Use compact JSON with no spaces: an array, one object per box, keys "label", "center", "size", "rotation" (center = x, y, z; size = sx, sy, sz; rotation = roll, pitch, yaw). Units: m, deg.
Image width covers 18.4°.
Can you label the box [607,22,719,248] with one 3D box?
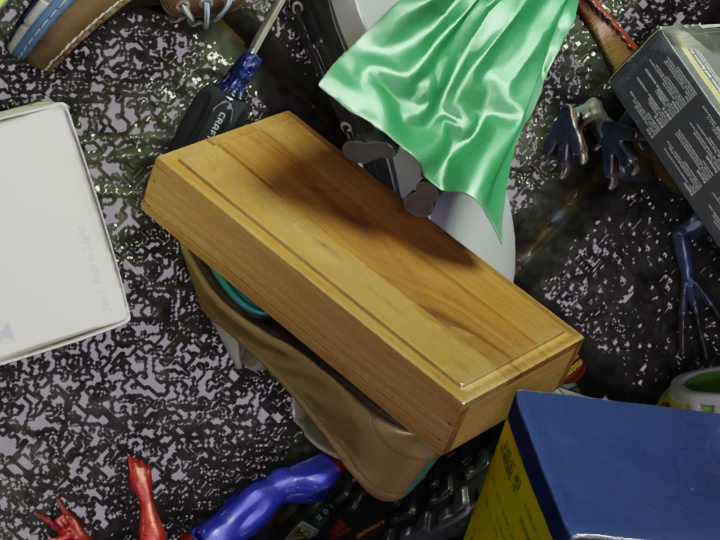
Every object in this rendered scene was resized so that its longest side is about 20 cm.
[{"label":"box","center":[0.233,-0.035,1.101],"size":[0.161,0.049,0.200],"rotation":[-9,60,-49]}]

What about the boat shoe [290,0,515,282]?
[{"label":"boat shoe","center":[0.022,-0.067,1.137],"size":[0.069,0.057,0.200],"rotation":[-27,100,-46]}]

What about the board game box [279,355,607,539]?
[{"label":"board game box","center":[0.047,0.122,1.157],"size":[0.200,0.023,0.105],"rotation":[-41,127,-5]}]

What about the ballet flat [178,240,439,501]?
[{"label":"ballet flat","center":[-0.034,0.039,1.093],"size":[0.069,0.200,0.063],"rotation":[-9,131,-39]}]

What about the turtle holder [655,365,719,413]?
[{"label":"turtle holder","center":[0.184,0.118,1.150],"size":[0.185,0.141,0.132],"rotation":[-1,102,20]}]

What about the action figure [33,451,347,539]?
[{"label":"action figure","center":[-0.085,0.111,1.122],"size":[0.200,0.065,0.099],"rotation":[-41,83,-17]}]

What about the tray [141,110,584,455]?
[{"label":"tray","center":[0.000,0.000,1.068],"size":[0.200,0.099,0.037],"rotation":[39,128,23]}]

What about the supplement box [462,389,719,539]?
[{"label":"supplement box","center":[0.105,0.170,1.032],"size":[0.109,0.109,0.200],"rotation":[8,121,-16]}]

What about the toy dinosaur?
[{"label":"toy dinosaur","center":[0.197,-0.056,1.161],"size":[0.181,0.105,0.200],"rotation":[5,83,-30]}]

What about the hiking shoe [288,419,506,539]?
[{"label":"hiking shoe","center":[0.028,0.141,1.108],"size":[0.200,0.076,0.101],"rotation":[-39,137,1]}]

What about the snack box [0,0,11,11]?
[{"label":"snack box","center":[-0.273,-0.141,1.066],"size":[0.169,0.068,0.200],"rotation":[43,84,-11]}]

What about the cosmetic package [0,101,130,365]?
[{"label":"cosmetic package","center":[-0.162,-0.022,1.030],"size":[0.073,0.200,0.104],"rotation":[-17,98,-10]}]

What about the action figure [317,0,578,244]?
[{"label":"action figure","center":[0.060,-0.119,1.103],"size":[0.118,0.055,0.200],"rotation":[43,56,-19]}]

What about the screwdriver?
[{"label":"screwdriver","center":[-0.043,-0.121,1.111],"size":[0.029,0.028,0.200],"rotation":[38,104,11]}]

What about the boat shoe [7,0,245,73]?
[{"label":"boat shoe","center":[-0.084,-0.158,1.100],"size":[0.200,0.072,0.072],"rotation":[-42,102,-5]}]
